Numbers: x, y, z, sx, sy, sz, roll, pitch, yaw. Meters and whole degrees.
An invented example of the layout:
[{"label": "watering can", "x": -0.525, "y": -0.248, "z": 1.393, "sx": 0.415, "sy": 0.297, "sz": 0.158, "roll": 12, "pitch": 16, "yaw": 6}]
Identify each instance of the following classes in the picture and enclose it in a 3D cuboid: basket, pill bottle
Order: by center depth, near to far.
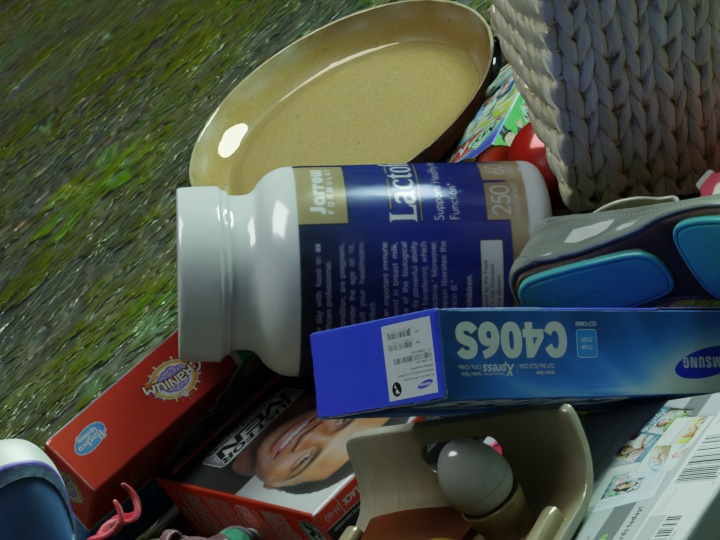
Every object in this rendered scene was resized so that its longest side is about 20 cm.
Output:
[{"label": "basket", "x": 0.157, "y": -0.163, "z": 1.430, "sx": 0.161, "sy": 0.198, "sz": 0.200, "roll": -14, "pitch": 41, "yaw": -3}, {"label": "pill bottle", "x": 0.000, "y": 0.000, "z": 1.447, "sx": 0.200, "sy": 0.116, "sz": 0.116, "roll": -2, "pitch": 19, "yaw": -5}]

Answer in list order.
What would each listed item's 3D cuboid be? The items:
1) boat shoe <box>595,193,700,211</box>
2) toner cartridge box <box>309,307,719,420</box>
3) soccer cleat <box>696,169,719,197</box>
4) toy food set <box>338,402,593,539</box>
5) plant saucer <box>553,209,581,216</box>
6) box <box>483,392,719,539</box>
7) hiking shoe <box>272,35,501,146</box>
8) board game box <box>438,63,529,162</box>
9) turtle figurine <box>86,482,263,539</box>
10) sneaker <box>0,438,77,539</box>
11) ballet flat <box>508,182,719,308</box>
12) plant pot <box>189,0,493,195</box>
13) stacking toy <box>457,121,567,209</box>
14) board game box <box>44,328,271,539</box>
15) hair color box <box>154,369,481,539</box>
[{"label": "boat shoe", "x": 0.168, "y": -0.058, "z": 1.503, "sx": 0.072, "sy": 0.060, "sz": 0.200, "roll": -15, "pitch": 28, "yaw": 47}, {"label": "toner cartridge box", "x": 0.083, "y": 0.044, "z": 1.260, "sx": 0.200, "sy": 0.043, "sz": 0.095, "roll": 1, "pitch": -7, "yaw": -39}, {"label": "soccer cleat", "x": 0.264, "y": -0.060, "z": 1.361, "sx": 0.200, "sy": 0.067, "sz": 0.076, "roll": -32, "pitch": 48, "yaw": -2}, {"label": "toy food set", "x": 0.004, "y": 0.139, "z": 1.192, "sx": 0.143, "sy": 0.060, "sz": 0.200, "roll": -11, "pitch": 31, "yaw": 42}, {"label": "plant saucer", "x": 0.161, "y": -0.104, "z": 1.669, "sx": 0.200, "sy": 0.032, "sz": 0.200, "roll": -31, "pitch": 21, "yaw": 13}, {"label": "box", "x": 0.099, "y": 0.125, "z": 1.229, "sx": 0.200, "sy": 0.041, "sz": 0.156, "roll": -12, "pitch": 31, "yaw": 49}, {"label": "hiking shoe", "x": 0.013, "y": -0.093, "z": 1.652, "sx": 0.200, "sy": 0.076, "sz": 0.101, "roll": -45, "pitch": 12, "yaw": -30}, {"label": "board game box", "x": 0.048, "y": -0.059, "z": 1.698, "sx": 0.200, "sy": 0.029, "sz": 0.135, "roll": -37, "pitch": 15, "yaw": 39}, {"label": "turtle figurine", "x": -0.085, "y": 0.179, "z": 1.339, "sx": 0.200, "sy": 0.101, "sz": 0.150, "roll": 1, "pitch": 54, "yaw": 43}, {"label": "sneaker", "x": -0.150, "y": 0.198, "z": 1.290, "sx": 0.080, "sy": 0.200, "sz": 0.146, "roll": -8, "pitch": 30, "yaw": -33}, {"label": "ballet flat", "x": 0.163, "y": -0.017, "z": 1.318, "sx": 0.200, "sy": 0.067, "sz": 0.064, "roll": -9, "pitch": 39, "yaw": 37}, {"label": "plant pot", "x": -0.008, "y": -0.089, "z": 1.587, "sx": 0.200, "sy": 0.028, "sz": 0.200, "roll": -21, "pitch": 33, "yaw": 14}, {"label": "stacking toy", "x": 0.059, "y": -0.033, "z": 1.556, "sx": 0.200, "sy": 0.085, "sz": 0.085, "roll": -33, "pitch": 17, "yaw": 36}, {"label": "board game box", "x": -0.100, "y": 0.080, "z": 1.543, "sx": 0.200, "sy": 0.040, "sz": 0.153, "roll": -41, "pitch": -14, "yaw": -24}, {"label": "hair color box", "x": -0.021, "y": 0.110, "z": 1.440, "sx": 0.102, "sy": 0.061, "sz": 0.200, "roll": -43, "pitch": 20, "yaw": -21}]
